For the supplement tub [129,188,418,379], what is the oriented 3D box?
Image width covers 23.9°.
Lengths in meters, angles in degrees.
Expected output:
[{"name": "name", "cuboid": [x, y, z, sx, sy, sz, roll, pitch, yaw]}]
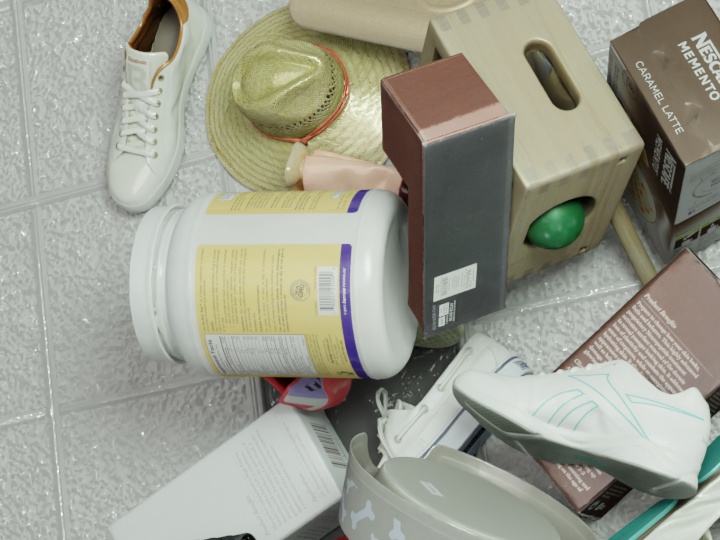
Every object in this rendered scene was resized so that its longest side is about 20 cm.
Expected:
[{"name": "supplement tub", "cuboid": [-0.064, 0.011, 1.314, 0.198, 0.145, 0.147, 0, 79, 16]}]

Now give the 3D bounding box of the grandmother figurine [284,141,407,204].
[{"name": "grandmother figurine", "cuboid": [0.038, -0.063, 1.419, 0.199, 0.122, 0.061, 10, 48, 12]}]

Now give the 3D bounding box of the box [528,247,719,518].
[{"name": "box", "cuboid": [0.218, 0.089, 1.322, 0.200, 0.075, 0.100, -44, 67, 10]}]

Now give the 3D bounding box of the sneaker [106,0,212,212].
[{"name": "sneaker", "cuboid": [-0.197, -0.155, 1.529, 0.072, 0.085, 0.201, 12, 85, 21]}]

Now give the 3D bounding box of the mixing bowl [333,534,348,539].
[{"name": "mixing bowl", "cuboid": [0.011, 0.276, 1.320, 0.200, 0.200, 0.109, -41, 35, 9]}]

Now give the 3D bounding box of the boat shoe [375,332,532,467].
[{"name": "boat shoe", "cuboid": [0.044, 0.131, 1.381, 0.086, 0.075, 0.202, 41, 93, 23]}]

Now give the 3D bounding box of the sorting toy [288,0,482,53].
[{"name": "sorting toy", "cuboid": [0.055, -0.278, 1.463, 0.184, 0.037, 0.201, 15, 70, 24]}]

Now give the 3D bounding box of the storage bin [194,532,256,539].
[{"name": "storage bin", "cuboid": [-0.111, 0.321, 1.327, 0.093, 0.135, 0.201, -10, 115, 19]}]

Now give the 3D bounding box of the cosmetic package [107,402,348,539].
[{"name": "cosmetic package", "cuboid": [-0.101, 0.204, 1.424, 0.199, 0.074, 0.102, -35, 68, 13]}]

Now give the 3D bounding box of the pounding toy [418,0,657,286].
[{"name": "pounding toy", "cuboid": [0.145, -0.084, 1.306, 0.141, 0.184, 0.201, -21, 67, -16]}]

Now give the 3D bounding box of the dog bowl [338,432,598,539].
[{"name": "dog bowl", "cuboid": [0.073, 0.188, 1.246, 0.199, 0.200, 0.059, 26, 100, 24]}]

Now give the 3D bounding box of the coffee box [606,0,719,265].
[{"name": "coffee box", "cuboid": [0.241, -0.100, 1.274, 0.079, 0.200, 0.115, -27, 71, -4]}]

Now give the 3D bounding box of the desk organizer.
[{"name": "desk organizer", "cuboid": [0.061, -0.052, 1.237, 0.071, 0.201, 0.077, -19, 50, -15]}]

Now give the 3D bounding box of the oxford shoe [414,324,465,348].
[{"name": "oxford shoe", "cuboid": [0.000, 0.000, 1.413, 0.199, 0.075, 0.058, 26, 45, 3]}]

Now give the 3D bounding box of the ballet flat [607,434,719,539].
[{"name": "ballet flat", "cuboid": [0.256, 0.184, 1.279, 0.200, 0.070, 0.069, -39, 66, -18]}]

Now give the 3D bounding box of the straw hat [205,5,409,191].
[{"name": "straw hat", "cuboid": [-0.062, -0.158, 1.475, 0.200, 0.085, 0.203, -5, 77, 21]}]

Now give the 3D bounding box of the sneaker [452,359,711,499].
[{"name": "sneaker", "cuboid": [0.166, 0.105, 1.272, 0.199, 0.071, 0.081, 17, 70, 21]}]

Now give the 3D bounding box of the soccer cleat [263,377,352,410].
[{"name": "soccer cleat", "cuboid": [-0.078, 0.042, 1.423, 0.200, 0.076, 0.067, 50, 125, 36]}]
